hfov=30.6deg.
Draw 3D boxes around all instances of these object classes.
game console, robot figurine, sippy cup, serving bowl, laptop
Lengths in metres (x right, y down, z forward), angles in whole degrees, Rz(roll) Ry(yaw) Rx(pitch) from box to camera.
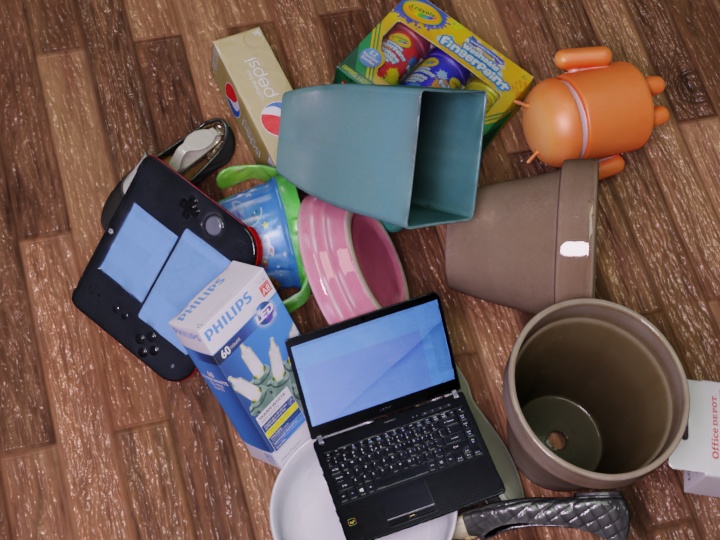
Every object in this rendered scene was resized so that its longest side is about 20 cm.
[{"bbox_3d":[-0.214,0.002,1.448,0.176,0.031,0.201,35,106,10],"label":"game console"},{"bbox_3d":[0.288,-0.198,1.658,0.197,0.145,0.117,-15,50,-17],"label":"robot figurine"},{"bbox_3d":[-0.126,-0.033,1.503,0.128,0.142,0.178,-13,23,-5],"label":"sippy cup"},{"bbox_3d":[0.004,0.264,1.394,0.197,0.066,0.202,-1,55,2],"label":"serving bowl"},{"bbox_3d":[0.036,0.153,1.366,0.175,0.104,0.202,-17,56,-8],"label":"laptop"}]

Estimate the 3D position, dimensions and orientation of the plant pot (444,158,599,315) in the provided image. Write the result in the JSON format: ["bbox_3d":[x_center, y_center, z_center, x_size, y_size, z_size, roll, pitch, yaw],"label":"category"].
[{"bbox_3d":[0.189,-0.033,1.532,0.172,0.201,0.203,4,61,11],"label":"plant pot"}]

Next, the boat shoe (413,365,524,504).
[{"bbox_3d":[0.114,0.189,1.466,0.060,0.072,0.203,-32,81,23],"label":"boat shoe"}]

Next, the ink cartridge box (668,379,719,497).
[{"bbox_3d":[0.436,0.198,1.511,0.197,0.068,0.117,9,62,-6],"label":"ink cartridge box"}]

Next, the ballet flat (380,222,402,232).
[{"bbox_3d":[-0.001,-0.121,1.572,0.067,0.071,0.201,-19,58,-24],"label":"ballet flat"}]

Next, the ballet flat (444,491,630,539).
[{"bbox_3d":[0.184,0.267,1.384,0.197,0.066,0.058,-8,78,12],"label":"ballet flat"}]

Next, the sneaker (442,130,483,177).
[{"bbox_3d":[0.101,-0.124,1.546,0.081,0.199,0.071,-17,87,-29],"label":"sneaker"}]

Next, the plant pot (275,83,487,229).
[{"bbox_3d":[0.013,-0.136,1.435,0.198,0.144,0.141,12,12,33],"label":"plant pot"}]

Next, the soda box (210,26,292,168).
[{"bbox_3d":[-0.116,-0.196,1.617,0.067,0.064,0.202,-20,69,-19],"label":"soda box"}]

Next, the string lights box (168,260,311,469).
[{"bbox_3d":[-0.110,0.101,1.400,0.059,0.201,0.103,14,50,47],"label":"string lights box"}]

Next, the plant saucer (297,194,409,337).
[{"bbox_3d":[0.000,0.000,1.468,0.050,0.200,0.203,-22,64,20],"label":"plant saucer"}]

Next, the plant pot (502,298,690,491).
[{"bbox_3d":[0.236,0.157,1.437,0.197,0.174,0.203,4,63,-8],"label":"plant pot"}]

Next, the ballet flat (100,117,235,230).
[{"bbox_3d":[-0.229,-0.119,1.555,0.068,0.069,0.200,42,64,12],"label":"ballet flat"}]

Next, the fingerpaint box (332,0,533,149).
[{"bbox_3d":[0.090,-0.233,1.665,0.199,0.074,0.167,38,64,10],"label":"fingerpaint box"}]
